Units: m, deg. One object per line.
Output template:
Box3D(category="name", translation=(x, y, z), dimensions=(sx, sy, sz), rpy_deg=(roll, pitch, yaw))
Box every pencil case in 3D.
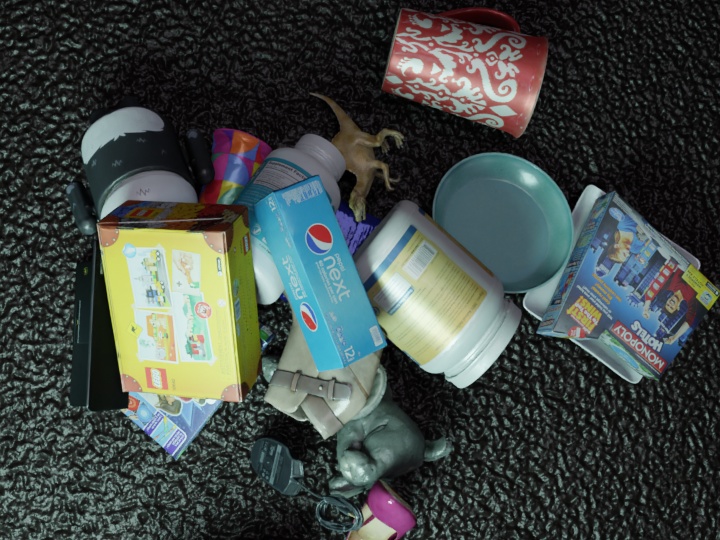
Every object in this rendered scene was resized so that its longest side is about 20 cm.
Box3D(category="pencil case", translation=(-0.173, -0.075, 1.141), dimensions=(0.087, 0.088, 0.204), rpy_deg=(17, 81, -7))

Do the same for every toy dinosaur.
Box3D(category="toy dinosaur", translation=(0.001, -0.165, 1.177), dimensions=(0.099, 0.058, 0.204), rpy_deg=(-4, 65, -28))

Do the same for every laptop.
Box3D(category="laptop", translation=(-0.318, 0.068, 1.033), dimensions=(0.102, 0.197, 0.182), rpy_deg=(9, 80, -47))

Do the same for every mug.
Box3D(category="mug", translation=(0.135, -0.277, 1.212), dimensions=(0.195, 0.179, 0.136), rpy_deg=(14, 118, -3))

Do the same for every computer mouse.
Box3D(category="computer mouse", translation=(-0.063, 0.256, 1.089), dimensions=(0.034, 0.198, 0.060), rpy_deg=(4, 107, -48))

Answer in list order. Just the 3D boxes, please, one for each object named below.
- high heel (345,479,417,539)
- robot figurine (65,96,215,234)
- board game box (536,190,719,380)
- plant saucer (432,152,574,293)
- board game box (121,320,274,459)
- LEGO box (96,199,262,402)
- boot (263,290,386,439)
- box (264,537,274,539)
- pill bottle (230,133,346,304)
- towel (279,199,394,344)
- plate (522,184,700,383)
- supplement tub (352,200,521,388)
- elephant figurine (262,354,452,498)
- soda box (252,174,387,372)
Box3D(category="high heel", translation=(0.014, 0.313, 1.069), dimensions=(0.067, 0.201, 0.096), rpy_deg=(39, 71, 19))
Box3D(category="robot figurine", translation=(-0.268, -0.113, 1.093), dimensions=(0.123, 0.150, 0.202), rpy_deg=(11, 43, -46))
Box3D(category="board game box", translation=(0.337, 0.040, 1.189), dimensions=(0.200, 0.062, 0.201), rpy_deg=(42, 80, -3))
Box3D(category="plant saucer", translation=(0.187, -0.060, 1.204), dimensions=(0.195, 0.036, 0.205), rpy_deg=(3, 68, -8))
Box3D(category="board game box", translation=(-0.213, 0.111, 1.089), dimensions=(0.135, 0.034, 0.201), rpy_deg=(40, 108, 0))
Box3D(category="LEGO box", translation=(-0.194, 0.034, 0.989), dimensions=(0.145, 0.077, 0.204), rpy_deg=(4, 113, 13))
Box3D(category="boot", translation=(-0.067, 0.098, 1.079), dimensions=(0.198, 0.070, 0.147), rpy_deg=(32, 79, 27))
Box3D(category="box", translation=(-0.175, 0.404, 1.051), dimensions=(0.196, 0.148, 0.107), rpy_deg=(-15, 86, -10))
Box3D(category="pill bottle", translation=(-0.096, -0.068, 1.084), dimensions=(0.110, 0.111, 0.202), rpy_deg=(35, 65, -4))
Box3D(category="towel", translation=(0.000, 0.000, 1.181), dimensions=(0.196, 0.050, 0.151), rpy_deg=(22, 86, -6))
Box3D(category="plate", translation=(0.342, 0.019, 1.239), dimensions=(0.198, 0.032, 0.202), rpy_deg=(33, 79, -5))
Box3D(category="supplement tub", translation=(0.083, 0.030, 1.093), dimensions=(0.199, 0.145, 0.145), rpy_deg=(41, 79, -4))
Box3D(category="elephant figurine", translation=(-0.011, 0.167, 1.124), dimensions=(0.153, 0.141, 0.204), rpy_deg=(-5, 66, -38))
Box3D(category="soda box", translation=(-0.046, 0.005, 0.995), dimensions=(0.063, 0.068, 0.204), rpy_deg=(-22, 92, -29))
